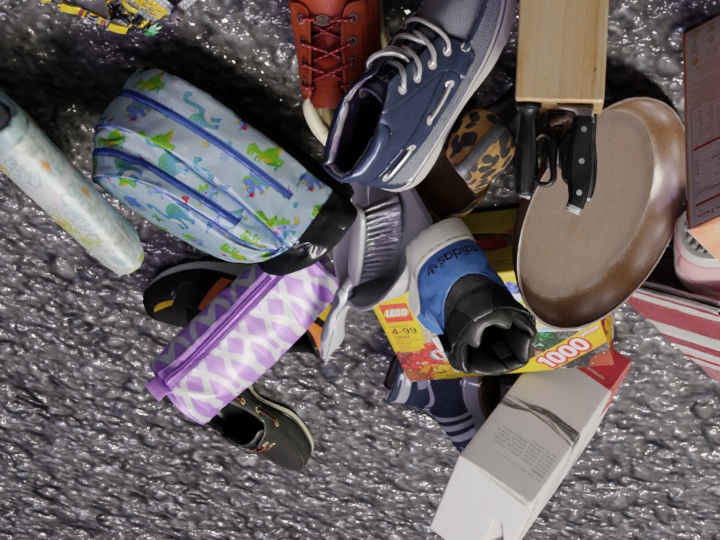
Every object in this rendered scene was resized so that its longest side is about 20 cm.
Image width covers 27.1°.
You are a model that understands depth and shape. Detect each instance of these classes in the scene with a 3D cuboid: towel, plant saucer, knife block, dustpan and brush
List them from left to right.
[{"bbox_3d":[-0.270,-0.089,1.238,0.171,0.048,0.200,47,173,-37],"label":"towel"},{"bbox_3d":[0.000,0.000,1.277,0.057,0.140,0.202,-9,134,-20],"label":"dustpan and brush"},{"bbox_3d":[0.142,-0.148,1.052,0.063,0.177,0.201,2,136,7],"label":"knife block"},{"bbox_3d":[0.189,-0.048,1.206,0.032,0.200,0.201,32,160,41],"label":"plant saucer"},{"bbox_3d":[0.324,0.063,1.352,0.200,0.023,0.143,37,168,-37],"label":"towel"}]

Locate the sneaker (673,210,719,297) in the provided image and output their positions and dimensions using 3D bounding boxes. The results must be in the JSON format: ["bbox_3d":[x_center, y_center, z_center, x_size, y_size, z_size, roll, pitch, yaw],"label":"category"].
[{"bbox_3d":[0.361,-0.017,1.274,0.197,0.076,0.105,-2,155,3],"label":"sneaker"}]

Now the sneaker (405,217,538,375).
[{"bbox_3d":[0.092,0.044,1.201,0.076,0.112,0.200,-27,158,-4],"label":"sneaker"}]

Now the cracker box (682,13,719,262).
[{"bbox_3d":[0.297,-0.079,1.099,0.057,0.202,0.134,-25,131,36],"label":"cracker box"}]

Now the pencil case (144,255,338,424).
[{"bbox_3d":[-0.102,0.048,1.351,0.084,0.200,0.085,44,-178,13],"label":"pencil case"}]

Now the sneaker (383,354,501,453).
[{"bbox_3d":[0.083,0.134,1.517,0.107,0.071,0.201,7,147,13],"label":"sneaker"}]

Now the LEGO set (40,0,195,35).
[{"bbox_3d":[-0.197,-0.234,1.071,0.153,0.117,0.200,-22,132,34],"label":"LEGO set"}]

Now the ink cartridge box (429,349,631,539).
[{"bbox_3d":[0.161,0.167,1.425,0.082,0.200,0.147,33,144,14],"label":"ink cartridge box"}]

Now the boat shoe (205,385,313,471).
[{"bbox_3d":[-0.121,0.165,1.603,0.073,0.064,0.202,-17,136,27],"label":"boat shoe"}]

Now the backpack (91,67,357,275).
[{"bbox_3d":[-0.123,-0.081,1.229,0.200,0.154,0.163,50,169,-18],"label":"backpack"}]

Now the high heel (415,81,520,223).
[{"bbox_3d":[0.063,-0.070,1.199,0.071,0.143,0.200,42,131,0],"label":"high heel"}]

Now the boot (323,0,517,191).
[{"bbox_3d":[0.044,-0.149,1.081,0.072,0.090,0.202,30,105,26],"label":"boot"}]

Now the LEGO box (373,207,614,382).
[{"bbox_3d":[0.121,0.022,1.360,0.198,0.078,0.150,-7,140,19],"label":"LEGO box"}]

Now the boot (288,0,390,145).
[{"bbox_3d":[-0.019,-0.179,1.116,0.074,0.108,0.201,-1,139,15],"label":"boot"}]

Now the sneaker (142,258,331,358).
[{"bbox_3d":[-0.119,0.045,1.427,0.197,0.091,0.070,0,141,11],"label":"sneaker"}]
